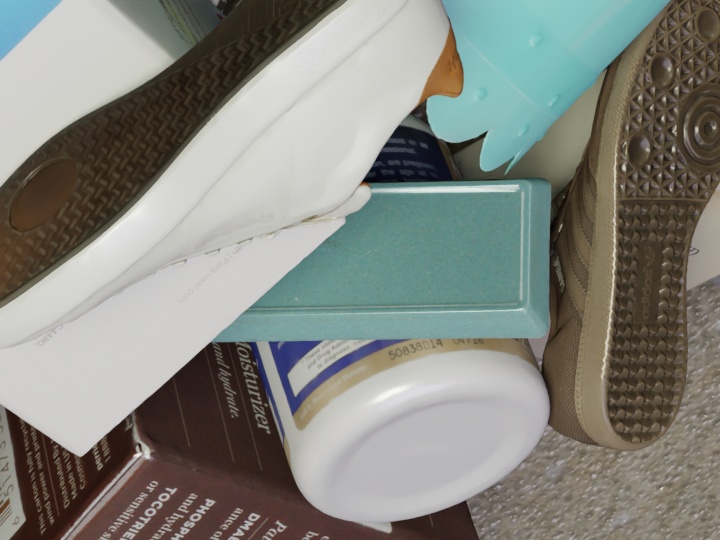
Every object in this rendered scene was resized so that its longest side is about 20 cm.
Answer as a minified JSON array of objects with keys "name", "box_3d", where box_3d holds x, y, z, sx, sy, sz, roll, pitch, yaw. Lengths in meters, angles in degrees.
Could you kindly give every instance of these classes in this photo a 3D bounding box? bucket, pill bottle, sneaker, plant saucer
[{"name":"bucket","box_3d":[0.041,-0.155,0.992,0.135,0.207,0.207,-41,131,10]},{"name":"pill bottle","box_3d":[0.000,0.000,1.084,0.115,0.200,0.116,-14,147,-9]},{"name":"sneaker","box_3d":[-0.047,-0.026,0.830,0.200,0.073,0.085,-37,129,3]},{"name":"sneaker","box_3d":[0.107,-0.025,1.057,0.070,0.075,0.201,12,89,-35]},{"name":"plant saucer","box_3d":[-0.022,-0.006,1.006,0.199,0.070,0.019,-1,160,9]}]

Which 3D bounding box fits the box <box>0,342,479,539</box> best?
[{"name":"box","box_3d":[-0.082,0.101,1.152,0.200,0.166,0.164,21,124,-35]}]

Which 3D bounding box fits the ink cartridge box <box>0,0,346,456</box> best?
[{"name":"ink cartridge box","box_3d":[-0.135,-0.063,0.909,0.146,0.147,0.200,-42,130,10]}]

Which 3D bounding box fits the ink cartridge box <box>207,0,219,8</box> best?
[{"name":"ink cartridge box","box_3d":[-0.170,-0.124,1.001,0.199,0.084,0.145,14,120,-31]}]

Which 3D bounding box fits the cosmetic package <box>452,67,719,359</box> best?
[{"name":"cosmetic package","box_3d":[0.130,-0.039,1.151,0.200,0.073,0.103,-28,146,32]}]
